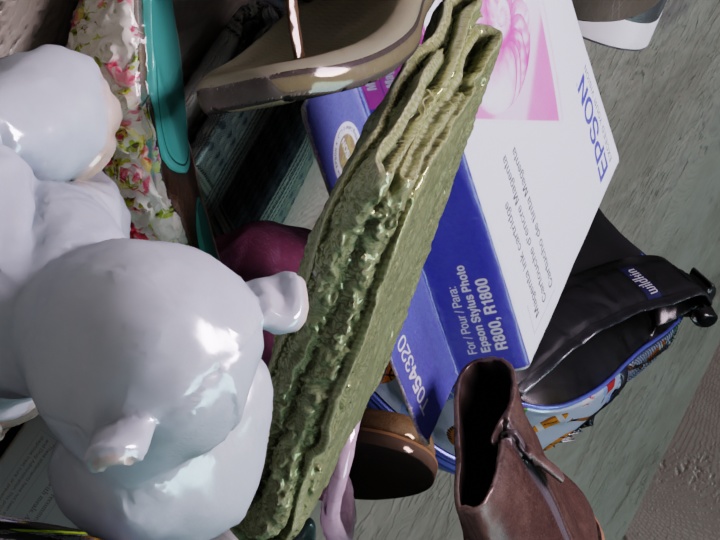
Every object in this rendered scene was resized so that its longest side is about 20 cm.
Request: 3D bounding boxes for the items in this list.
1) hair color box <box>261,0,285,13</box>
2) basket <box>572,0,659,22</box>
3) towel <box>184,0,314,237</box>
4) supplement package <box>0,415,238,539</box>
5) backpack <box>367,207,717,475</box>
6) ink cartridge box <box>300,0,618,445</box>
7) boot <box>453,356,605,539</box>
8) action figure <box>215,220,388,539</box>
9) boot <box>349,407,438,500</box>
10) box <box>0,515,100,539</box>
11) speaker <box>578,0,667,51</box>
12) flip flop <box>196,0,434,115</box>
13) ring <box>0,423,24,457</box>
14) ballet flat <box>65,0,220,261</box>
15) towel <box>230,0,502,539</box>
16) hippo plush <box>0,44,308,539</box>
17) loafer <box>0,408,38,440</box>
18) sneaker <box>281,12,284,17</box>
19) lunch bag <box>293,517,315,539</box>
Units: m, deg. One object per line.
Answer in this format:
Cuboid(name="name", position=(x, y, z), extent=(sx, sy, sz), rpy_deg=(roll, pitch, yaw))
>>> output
Cuboid(name="hair color box", position=(-0.034, -0.164, 1.089), extent=(0.099, 0.060, 0.200), rpy_deg=(-61, 166, 1))
Cuboid(name="basket", position=(0.131, -0.234, 1.399), extent=(0.180, 0.136, 0.200), rpy_deg=(-55, 168, -44))
Cuboid(name="towel", position=(-0.084, -0.009, 1.278), extent=(0.201, 0.034, 0.193), rpy_deg=(-61, 169, -11))
Cuboid(name="supplement package", position=(-0.082, 0.182, 1.184), extent=(0.152, 0.200, 0.151), rpy_deg=(-55, 166, -4))
Cuboid(name="backpack", position=(0.068, 0.023, 1.573), extent=(0.190, 0.200, 0.154), rpy_deg=(-34, 162, -54))
Cuboid(name="ink cartridge box", position=(0.051, -0.059, 1.229), extent=(0.200, 0.043, 0.197), rpy_deg=(-65, 146, -42))
Cuboid(name="boot", position=(0.065, 0.159, 1.201), extent=(0.200, 0.072, 0.167), rpy_deg=(-82, 155, -45))
Cuboid(name="action figure", position=(0.000, 0.000, 1.250), extent=(0.200, 0.149, 0.134), rpy_deg=(-38, 150, -34))
Cuboid(name="boot", position=(-0.028, 0.065, 1.352), extent=(0.074, 0.200, 0.076), rpy_deg=(39, 69, -32))
Cuboid(name="box", position=(-0.128, 0.111, 0.975), extent=(0.200, 0.192, 0.048), rpy_deg=(19, 77, -70))
Cuboid(name="speaker", position=(0.168, -0.234, 1.618), extent=(0.081, 0.081, 0.201), rpy_deg=(-30, 146, -64))
Cuboid(name="flip flop", position=(-0.001, -0.117, 1.049), extent=(0.200, 0.081, 0.058), rpy_deg=(-47, 120, -40))
Cuboid(name="ring", position=(-0.190, 0.125, 1.166), extent=(0.201, 0.019, 0.201), rpy_deg=(-55, 164, -23))
Cuboid(name="ballet flat", position=(-0.090, -0.030, 1.065), extent=(0.076, 0.064, 0.201), rpy_deg=(-62, 141, -82))
Cuboid(name="towel", position=(0.000, 0.000, 1.078), extent=(0.149, 0.036, 0.201), rpy_deg=(-59, 170, -53))
Cuboid(name="hippo plush", position=(-0.089, 0.003, 0.941), extent=(0.159, 0.160, 0.201), rpy_deg=(-50, 151, -35))
Cuboid(name="loafer", position=(-0.134, 0.026, 1.089), extent=(0.200, 0.063, 0.072), rpy_deg=(-44, 156, -50))
Cuboid(name="sneaker", position=(0.035, -0.118, 1.318), extent=(0.076, 0.105, 0.200), rpy_deg=(-64, 166, 7))
Cuboid(name="lunch bag", position=(-0.105, 0.206, 1.398), extent=(0.171, 0.122, 0.200), rpy_deg=(-55, 166, -27))
